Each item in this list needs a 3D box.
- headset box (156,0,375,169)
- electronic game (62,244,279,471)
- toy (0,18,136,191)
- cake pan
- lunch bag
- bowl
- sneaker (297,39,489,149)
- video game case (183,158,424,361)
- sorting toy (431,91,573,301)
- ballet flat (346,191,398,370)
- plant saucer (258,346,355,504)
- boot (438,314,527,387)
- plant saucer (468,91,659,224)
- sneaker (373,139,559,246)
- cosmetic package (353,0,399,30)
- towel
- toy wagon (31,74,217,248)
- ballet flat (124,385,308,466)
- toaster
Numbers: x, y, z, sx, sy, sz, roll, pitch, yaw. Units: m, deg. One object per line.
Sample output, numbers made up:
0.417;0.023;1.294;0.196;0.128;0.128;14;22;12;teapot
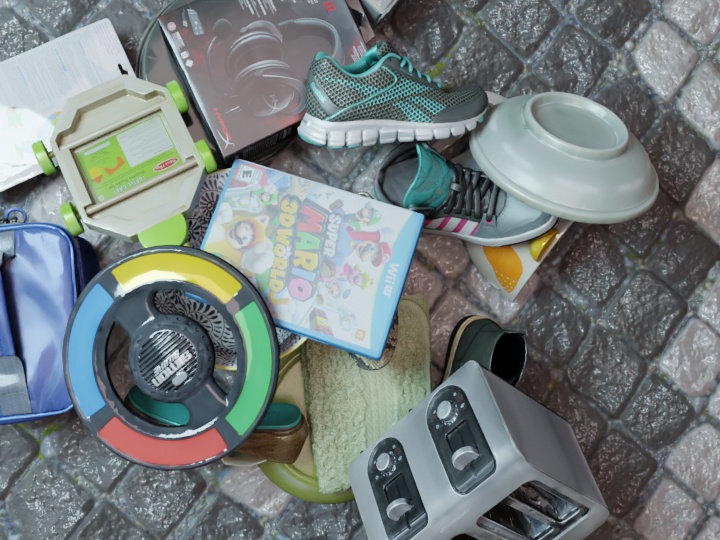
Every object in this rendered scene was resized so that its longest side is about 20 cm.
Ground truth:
-0.082;-0.217;0.802;0.197;0.077;0.151;-26;93;-8;headset box
-0.170;0.079;0.714;0.195;0.042;0.205;0;94;0;electronic game
-0.324;-0.162;0.813;0.197;0.047;0.117;-27;94;-15;toy
-0.143;-0.211;0.850;0.195;0.037;0.205;0;89;-9;cake pan
-0.325;0.042;0.765;0.133;0.132;0.205;-7;90;-9;lunch bag
-0.115;0.007;0.808;0.196;0.094;0.205;-1;74;2;bowl
0.036;-0.172;0.754;0.196;0.078;0.093;-10;114;-21;sneaker
-0.052;-0.014;0.752;0.196;0.018;0.146;17;74;8;video game case
0.167;-0.107;0.881;0.179;0.107;0.201;40;83;13;sorting toy
0.000;0.000;0.802;0.066;0.076;0.203;-10;50;12;ballet flat
-0.030;0.154;0.861;0.195;0.031;0.205;0;88;-9;plant saucer
0.121;0.151;0.831;0.076;0.138;0.205;6;89;-9;boot
0.208;-0.128;0.787;0.195;0.202;0.051;6;131;-9;plant saucer
0.094;-0.082;0.795;0.196;0.120;0.086;5;79;30;sneaker
-0.024;-0.367;0.849;0.199;0.090;0.107;41;83;-9;cosmetic package
0.011;0.128;0.835;0.145;0.036;0.205;-4;89;-9;towel
-0.217;-0.089;0.767;0.153;0.040;0.203;-26;79;-10;toy wagon
-0.150;0.167;0.820;0.195;0.068;0.074;5;117;7;ballet flat
0.114;0.209;0.755;0.180;0.120;0.199;-42;127;20;toaster
